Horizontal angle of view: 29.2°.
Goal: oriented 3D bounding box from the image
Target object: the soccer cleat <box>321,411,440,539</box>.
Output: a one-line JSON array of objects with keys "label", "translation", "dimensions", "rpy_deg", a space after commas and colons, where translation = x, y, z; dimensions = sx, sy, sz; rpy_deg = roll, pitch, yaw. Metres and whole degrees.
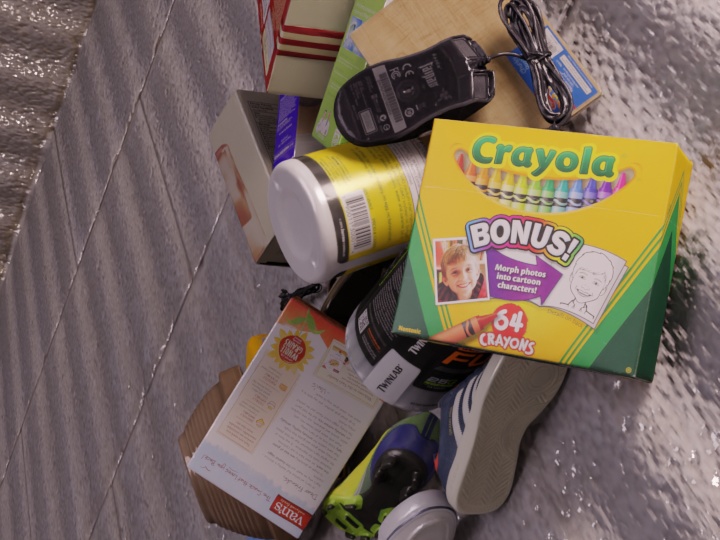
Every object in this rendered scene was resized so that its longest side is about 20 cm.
[{"label": "soccer cleat", "translation": [0.025, 0.200, 1.339], "dimensions": [0.084, 0.065, 0.200], "rpy_deg": [-57, 4, -38]}]

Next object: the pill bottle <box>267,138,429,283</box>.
[{"label": "pill bottle", "translation": [0.026, -0.069, 1.257], "dimensions": [0.114, 0.199, 0.115], "rpy_deg": [44, 143, 46]}]

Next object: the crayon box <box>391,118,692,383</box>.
[{"label": "crayon box", "translation": [0.137, -0.018, 1.056], "dimensions": [0.199, 0.058, 0.173], "rpy_deg": [9, 86, 27]}]

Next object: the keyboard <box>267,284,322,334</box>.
[{"label": "keyboard", "translation": [-0.069, 0.075, 1.635], "dimensions": [0.200, 0.021, 0.128], "rpy_deg": [-23, 63, 60]}]

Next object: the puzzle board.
[{"label": "puzzle board", "translation": [0.099, -0.181, 1.224], "dimensions": [0.150, 0.017, 0.200], "rpy_deg": [-36, 66, 8]}]

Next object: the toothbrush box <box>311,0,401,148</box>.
[{"label": "toothbrush box", "translation": [0.058, -0.196, 1.343], "dimensions": [0.086, 0.145, 0.201], "rpy_deg": [42, 116, 64]}]

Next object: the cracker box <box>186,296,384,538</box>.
[{"label": "cracker box", "translation": [-0.063, 0.145, 1.379], "dimensions": [0.200, 0.134, 0.058], "rpy_deg": [-57, -2, 1]}]

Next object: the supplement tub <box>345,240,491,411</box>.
[{"label": "supplement tub", "translation": [0.079, 0.025, 1.211], "dimensions": [0.200, 0.122, 0.123], "rpy_deg": [-53, 34, 44]}]

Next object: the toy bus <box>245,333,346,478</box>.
[{"label": "toy bus", "translation": [-0.068, 0.146, 1.507], "dimensions": [0.200, 0.078, 0.065], "rpy_deg": [-118, 30, -56]}]

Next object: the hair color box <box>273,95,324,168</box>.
[{"label": "hair color box", "translation": [-0.033, -0.197, 1.586], "dimensions": [0.065, 0.109, 0.201], "rpy_deg": [-33, 49, 57]}]

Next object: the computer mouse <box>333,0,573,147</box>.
[{"label": "computer mouse", "translation": [0.085, -0.136, 1.188], "dimensions": [0.199, 0.046, 0.141], "rpy_deg": [-27, 73, 7]}]

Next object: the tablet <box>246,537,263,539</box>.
[{"label": "tablet", "translation": [-0.107, 0.372, 1.570], "dimensions": [0.131, 0.014, 0.200], "rpy_deg": [-68, 25, 19]}]

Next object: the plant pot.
[{"label": "plant pot", "translation": [-0.139, 0.213, 1.507], "dimensions": [0.201, 0.092, 0.202], "rpy_deg": [159, 90, -84]}]

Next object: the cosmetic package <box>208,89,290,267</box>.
[{"label": "cosmetic package", "translation": [-0.096, -0.107, 1.629], "dimensions": [0.087, 0.103, 0.201], "rpy_deg": [-51, 48, 39]}]

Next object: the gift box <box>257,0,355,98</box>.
[{"label": "gift box", "translation": [-0.006, -0.285, 1.486], "dimensions": [0.200, 0.186, 0.185], "rpy_deg": [112, 157, -53]}]

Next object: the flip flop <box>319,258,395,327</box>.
[{"label": "flip flop", "translation": [0.000, 0.000, 1.448], "dimensions": [0.057, 0.081, 0.201], "rpy_deg": [5, 79, 61]}]

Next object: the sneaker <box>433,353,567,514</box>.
[{"label": "sneaker", "translation": [0.108, 0.104, 1.163], "dimensions": [0.201, 0.075, 0.085], "rpy_deg": [-67, 30, 21]}]

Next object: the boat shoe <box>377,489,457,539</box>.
[{"label": "boat shoe", "translation": [0.044, 0.283, 1.233], "dimensions": [0.065, 0.073, 0.201], "rpy_deg": [-115, 34, -47]}]
